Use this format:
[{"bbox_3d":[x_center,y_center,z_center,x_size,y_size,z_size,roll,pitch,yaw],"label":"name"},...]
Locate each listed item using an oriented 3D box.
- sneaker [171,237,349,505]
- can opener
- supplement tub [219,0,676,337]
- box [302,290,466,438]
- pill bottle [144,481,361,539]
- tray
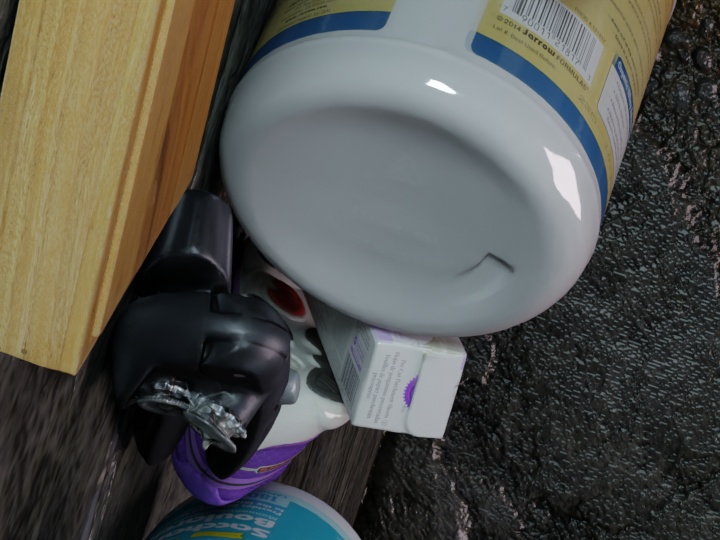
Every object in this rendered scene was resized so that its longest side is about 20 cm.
[{"bbox_3d":[-0.045,0.044,1.195,0.083,0.081,0.200,-48,-179,14],"label":"sneaker"},{"bbox_3d":[-0.051,0.040,1.002,0.200,0.063,0.079,97,12,-69],"label":"can opener"},{"bbox_3d":[0.041,-0.091,1.083,0.145,0.144,0.200,104,7,-51],"label":"supplement tub"},{"bbox_3d":[0.000,0.000,1.167,0.200,0.039,0.042,-113,-143,-60],"label":"box"},{"bbox_3d":[-0.056,0.158,1.140,0.200,0.110,0.111,-53,161,-79],"label":"pill bottle"},{"bbox_3d":[-0.049,-0.084,0.679,0.099,0.037,0.201,-65,173,-57],"label":"tray"}]
